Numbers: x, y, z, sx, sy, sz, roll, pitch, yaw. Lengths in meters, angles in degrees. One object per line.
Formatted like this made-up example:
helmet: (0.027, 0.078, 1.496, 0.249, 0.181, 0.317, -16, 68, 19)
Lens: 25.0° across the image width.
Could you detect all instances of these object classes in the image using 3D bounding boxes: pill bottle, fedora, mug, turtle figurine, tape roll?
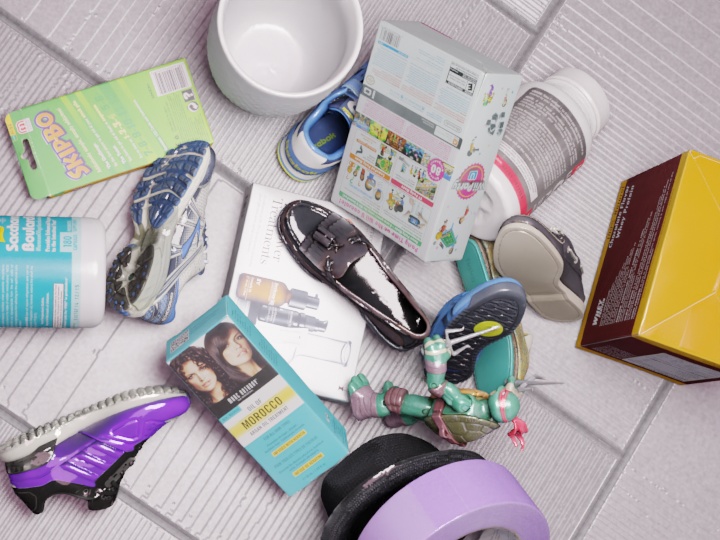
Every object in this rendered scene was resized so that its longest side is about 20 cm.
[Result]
pill bottle: (0.175, -0.130, 1.720, 0.200, 0.111, 0.111, -42, 93, -30)
pill bottle: (-0.353, 0.001, 1.607, 0.198, 0.111, 0.112, 1, 83, -12)
fedora: (0.032, 0.229, 1.655, 0.199, 0.202, 0.092, -26, 46, -14)
mug: (-0.071, -0.251, 1.662, 0.147, 0.175, 0.201, 34, 78, -6)
turtle figurine: (0.095, 0.125, 1.635, 0.150, 0.198, 0.102, 43, 48, -45)
tape roll: (0.090, 0.286, 1.626, 0.199, 0.201, 0.066, -25, 46, -14)

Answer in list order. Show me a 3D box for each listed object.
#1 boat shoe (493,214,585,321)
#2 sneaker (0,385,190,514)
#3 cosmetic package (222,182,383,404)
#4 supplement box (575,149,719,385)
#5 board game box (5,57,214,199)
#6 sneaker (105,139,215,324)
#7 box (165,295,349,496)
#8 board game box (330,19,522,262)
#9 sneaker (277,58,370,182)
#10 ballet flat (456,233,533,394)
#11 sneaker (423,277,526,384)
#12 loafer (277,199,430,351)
boat shoe: (0.189, -0.015, 1.698, 0.072, 0.200, 0.063, -2, 62, 25)
sneaker: (-0.256, 0.185, 1.633, 0.198, 0.070, 0.100, -21, 95, -9)
cosmetic package: (-0.066, 0.025, 1.696, 0.149, 0.052, 0.202, 13, 81, -13)
supplement box: (0.340, 0.003, 1.705, 0.132, 0.200, 0.199, 19, 80, -9)
board game box: (-0.261, -0.146, 1.687, 0.198, 0.030, 0.096, -19, 87, -16)
sneaker: (-0.192, -0.037, 1.666, 0.085, 0.077, 0.202, 38, 69, -47)
box: (-0.102, 0.128, 1.633, 0.082, 0.049, 0.200, -37, 111, 10)
board game box: (0.062, -0.131, 1.633, 0.064, 0.147, 0.202, -6, 121, -46)
sneaker: (0.002, -0.171, 1.716, 0.200, 0.082, 0.074, -44, 92, -15)
ballet flat: (0.151, 0.054, 1.734, 0.070, 0.071, 0.202, -11, 87, -13)
sneaker: (0.113, 0.043, 1.656, 0.065, 0.200, 0.079, 13, 59, -12)
loafer: (0.000, 0.000, 1.655, 0.200, 0.063, 0.072, 45, 75, -7)
